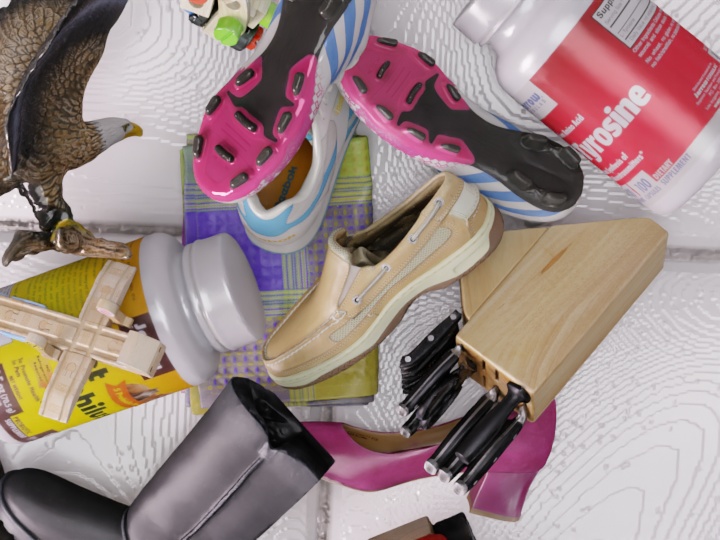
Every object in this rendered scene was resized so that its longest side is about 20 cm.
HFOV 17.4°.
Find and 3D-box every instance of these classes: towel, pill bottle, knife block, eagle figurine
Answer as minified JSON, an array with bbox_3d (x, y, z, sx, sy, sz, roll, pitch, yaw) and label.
[{"bbox_3d":[-0.058,0.003,1.681,0.143,0.023,0.201,0,96,2],"label":"towel"},{"bbox_3d":[-0.171,0.042,1.629,0.199,0.109,0.110,-19,95,12],"label":"pill bottle"},{"bbox_3d":[0.167,-0.140,1.618,0.200,0.112,0.112,38,95,-3],"label":"pill bottle"},{"bbox_3d":[0.121,0.061,1.627,0.199,0.064,0.177,-6,68,1],"label":"knife block"},{"bbox_3d":[-0.212,-0.109,1.609,0.151,0.151,0.201,-3,97,20],"label":"eagle figurine"}]

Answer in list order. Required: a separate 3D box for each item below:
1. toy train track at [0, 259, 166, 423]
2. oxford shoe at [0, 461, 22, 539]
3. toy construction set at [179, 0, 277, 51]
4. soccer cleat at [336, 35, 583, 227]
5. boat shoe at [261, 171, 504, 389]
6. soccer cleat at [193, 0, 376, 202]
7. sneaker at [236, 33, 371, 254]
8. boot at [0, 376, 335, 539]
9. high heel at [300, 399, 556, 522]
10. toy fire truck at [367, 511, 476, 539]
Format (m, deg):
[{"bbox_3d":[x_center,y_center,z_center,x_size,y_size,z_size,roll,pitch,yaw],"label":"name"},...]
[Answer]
[{"bbox_3d":[-0.222,0.031,1.571,0.199,0.033,0.115,14,72,27],"label":"toy train track"},{"bbox_3d":[-0.290,0.161,1.680,0.071,0.071,0.201,-29,89,29],"label":"oxford shoe"},{"bbox_3d":[-0.065,-0.225,1.590,0.092,0.131,0.200,42,51,-7],"label":"toy construction set"},{"bbox_3d":[0.060,-0.088,1.633,0.199,0.086,0.070,31,66,-9],"label":"soccer cleat"},{"bbox_3d":[0.000,0.000,1.616,0.200,0.072,0.076,-40,126,12],"label":"boat shoe"},{"bbox_3d":[-0.037,-0.131,1.550,0.070,0.086,0.201,34,102,24],"label":"soccer cleat"},{"bbox_3d":[-0.037,-0.115,1.627,0.076,0.081,0.201,10,77,6],"label":"sneaker"},{"bbox_3d":[-0.139,0.145,1.637,0.165,0.066,0.200,38,123,-14],"label":"boot"},{"bbox_3d":[0.038,0.112,1.662,0.199,0.067,0.096,16,105,-6],"label":"high heel"},{"bbox_3d":[0.079,0.277,1.603,0.128,0.200,0.177,-21,109,3],"label":"toy fire truck"}]
